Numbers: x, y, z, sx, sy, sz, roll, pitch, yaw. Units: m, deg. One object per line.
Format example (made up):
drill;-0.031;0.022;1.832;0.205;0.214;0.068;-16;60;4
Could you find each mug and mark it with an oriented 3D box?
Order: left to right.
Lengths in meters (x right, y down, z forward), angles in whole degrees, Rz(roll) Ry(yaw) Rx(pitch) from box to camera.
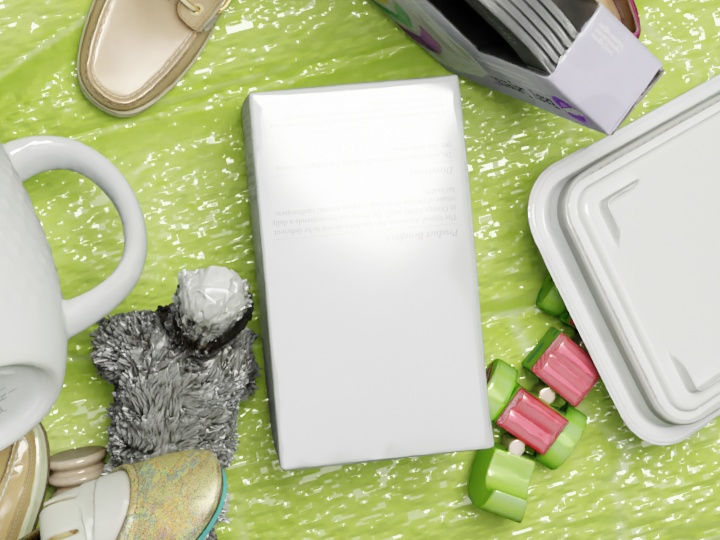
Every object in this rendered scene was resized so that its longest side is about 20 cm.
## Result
mug;-0.208;-0.003;0.891;0.199;0.148;0.176;-23;62;-20

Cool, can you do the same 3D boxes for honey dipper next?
honey dipper;-0.146;0.203;0.987;0.038;0.038;0.202;-10;95;-4

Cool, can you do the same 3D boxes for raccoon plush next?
raccoon plush;-0.106;0.088;0.908;0.096;0.200;0.135;3;72;0

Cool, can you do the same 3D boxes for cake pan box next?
cake pan box;0.043;-0.157;0.880;0.184;0.200;0.052;37;89;-30

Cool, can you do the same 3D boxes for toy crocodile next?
toy crocodile;0.120;0.051;0.989;0.067;0.062;0.201;33;89;-5

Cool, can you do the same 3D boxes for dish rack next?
dish rack;0.207;-0.015;0.972;0.199;0.043;0.173;-29;94;-24

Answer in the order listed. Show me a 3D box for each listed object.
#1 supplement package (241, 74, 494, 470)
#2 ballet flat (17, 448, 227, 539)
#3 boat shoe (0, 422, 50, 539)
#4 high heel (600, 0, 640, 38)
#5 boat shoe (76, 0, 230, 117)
supplement package;0.000;0.000;0.949;0.116;0.117;0.202;-5;92;-6
ballet flat;-0.150;0.147;0.880;0.071;0.071;0.200;49;124;-5
boat shoe;-0.241;0.165;0.946;0.071;0.076;0.201;24;89;34
high heel;0.100;-0.208;0.955;0.067;0.096;0.201;-32;97;-15
boat shoe;-0.097;-0.178;0.957;0.073;0.069;0.201;30;90;-5
